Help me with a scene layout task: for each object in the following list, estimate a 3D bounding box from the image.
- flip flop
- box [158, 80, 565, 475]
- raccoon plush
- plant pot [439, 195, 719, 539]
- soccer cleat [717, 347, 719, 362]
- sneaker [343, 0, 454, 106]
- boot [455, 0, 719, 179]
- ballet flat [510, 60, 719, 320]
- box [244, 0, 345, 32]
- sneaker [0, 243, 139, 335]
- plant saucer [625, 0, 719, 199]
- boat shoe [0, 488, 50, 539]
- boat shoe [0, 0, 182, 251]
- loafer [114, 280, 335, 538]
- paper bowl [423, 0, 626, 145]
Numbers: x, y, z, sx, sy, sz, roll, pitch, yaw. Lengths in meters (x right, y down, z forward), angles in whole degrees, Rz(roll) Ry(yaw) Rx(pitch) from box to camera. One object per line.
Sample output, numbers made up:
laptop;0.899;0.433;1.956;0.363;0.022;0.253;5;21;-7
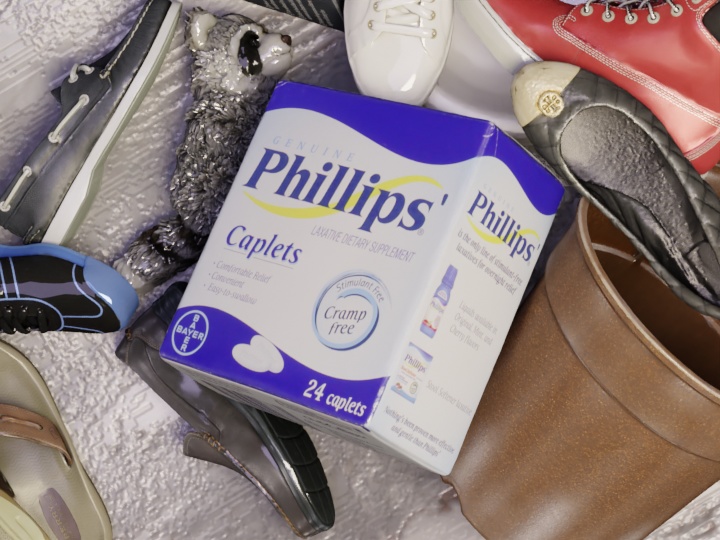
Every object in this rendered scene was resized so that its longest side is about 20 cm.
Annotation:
flip flop;-0.242;0.128;1.296;0.081;0.058;0.201;-31;87;2
box;0.000;0.000;1.167;0.183;0.105;0.201;15;77;39
raccoon plush;-0.121;-0.090;1.283;0.199;0.097;0.135;-32;79;2
plant pot;0.161;0.082;1.190;0.200;0.200;0.199;41;121;4
soccer cleat;0.275;0.003;1.260;0.077;0.069;0.201;19;93;-8
sneaker;0.026;-0.200;1.172;0.072;0.085;0.202;6;90;6
boot;0.165;-0.160;1.138;0.200;0.072;0.145;39;121;7
ballet flat;0.167;-0.052;1.105;0.200;0.057;0.067;45;107;5
box;-0.088;-0.249;1.251;0.199;0.148;0.108;17;89;5
sneaker;-0.255;0.021;1.283;0.198;0.070;0.078;13;54;11
plant saucer;0.253;-0.140;1.228;0.199;0.032;0.202;-10;111;-27
boat shoe;-0.288;0.159;1.268;0.200;0.073;0.063;40;60;19
boat shoe;-0.190;-0.108;1.292;0.060;0.076;0.201;29;89;-2
loafer;-0.091;0.106;1.286;0.072;0.073;0.201;-38;77;10
paper bowl;0.106;-0.185;1.261;0.199;0.104;0.203;0;88;4
